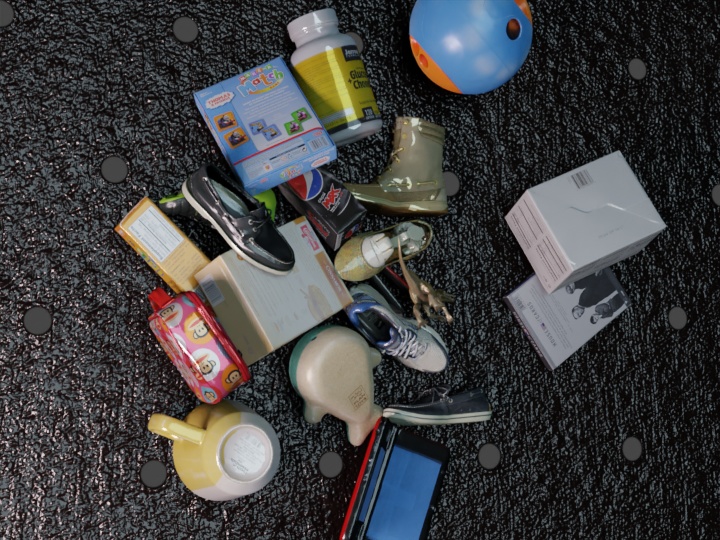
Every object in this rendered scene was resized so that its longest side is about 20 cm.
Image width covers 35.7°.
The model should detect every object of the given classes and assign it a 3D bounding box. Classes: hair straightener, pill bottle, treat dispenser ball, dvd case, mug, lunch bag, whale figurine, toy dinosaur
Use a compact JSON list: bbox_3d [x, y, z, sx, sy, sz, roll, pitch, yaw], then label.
[{"bbox_3d":[0.000,0.000,1.774,0.200,0.041,0.077,45,71,-16],"label":"hair straightener"},{"bbox_3d":[-0.046,-0.300,1.757,0.111,0.112,0.202,-19,91,-21],"label":"pill bottle"},{"bbox_3d":[0.178,-0.386,1.804,0.198,0.201,0.204,3,83,-20],"label":"treat dispenser ball"},{"bbox_3d":[0.355,0.051,1.912,0.199,0.025,0.151,-36,97,-20],"label":"dvd case"},{"bbox_3d":[-0.200,0.265,1.610,0.184,0.153,0.151,-9,87,-21],"label":"mug"},{"bbox_3d":[-0.241,0.099,1.591,0.082,0.200,0.177,-37,98,-15],"label":"lunch bag"},{"bbox_3d":[-0.035,0.174,1.726,0.159,0.103,0.201,-43,123,-20],"label":"whale figurine"},{"bbox_3d":[0.094,0.034,1.755,0.058,0.200,0.102,-32,53,12],"label":"toy dinosaur"}]

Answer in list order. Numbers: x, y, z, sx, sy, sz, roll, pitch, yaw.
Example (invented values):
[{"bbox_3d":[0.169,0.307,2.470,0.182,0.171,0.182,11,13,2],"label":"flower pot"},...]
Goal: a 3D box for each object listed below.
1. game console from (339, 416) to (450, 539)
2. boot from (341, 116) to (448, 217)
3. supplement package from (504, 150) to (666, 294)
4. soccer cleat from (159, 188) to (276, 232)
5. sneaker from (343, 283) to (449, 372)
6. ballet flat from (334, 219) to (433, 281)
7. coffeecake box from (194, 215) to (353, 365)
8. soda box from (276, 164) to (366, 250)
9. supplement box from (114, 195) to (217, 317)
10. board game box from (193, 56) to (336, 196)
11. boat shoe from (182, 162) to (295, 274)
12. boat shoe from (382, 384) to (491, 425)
[{"bbox_3d":[0.057,0.343,1.717,0.117,0.172,0.202,16,78,9],"label":"game console"},{"bbox_3d":[0.050,-0.170,1.798,0.198,0.073,0.158,3,83,-22],"label":"boot"},{"bbox_3d":[0.373,-0.081,1.869,0.198,0.111,0.157,-23,75,-22],"label":"supplement package"},{"bbox_3d":[-0.208,-0.087,1.677,0.198,0.067,0.082,-5,92,-39],"label":"soccer cleat"},{"bbox_3d":[0.054,0.107,1.748,0.199,0.085,0.077,33,105,-11],"label":"sneaker"},{"bbox_3d":[0.041,-0.038,1.748,0.199,0.070,0.071,-21,91,-44],"label":"ballet flat"},{"bbox_3d":[-0.124,0.027,1.659,0.199,0.073,0.155,-29,88,-49],"label":"coffeecake box"},{"bbox_3d":[-0.080,-0.131,1.714,0.063,0.071,0.200,-39,77,-17],"label":"soda box"},{"bbox_3d":[-0.273,-0.015,1.663,0.069,0.066,0.200,-44,99,-17],"label":"supplement box"},{"bbox_3d":[-0.145,-0.219,1.686,0.150,0.037,0.201,-25,61,-10],"label":"board game box"},{"bbox_3d":[-0.162,-0.078,1.590,0.199,0.066,0.074,45,37,3],"label":"boat shoe"},{"bbox_3d":[0.121,0.214,1.778,0.198,0.074,0.063,0,81,-29],"label":"boat shoe"}]
